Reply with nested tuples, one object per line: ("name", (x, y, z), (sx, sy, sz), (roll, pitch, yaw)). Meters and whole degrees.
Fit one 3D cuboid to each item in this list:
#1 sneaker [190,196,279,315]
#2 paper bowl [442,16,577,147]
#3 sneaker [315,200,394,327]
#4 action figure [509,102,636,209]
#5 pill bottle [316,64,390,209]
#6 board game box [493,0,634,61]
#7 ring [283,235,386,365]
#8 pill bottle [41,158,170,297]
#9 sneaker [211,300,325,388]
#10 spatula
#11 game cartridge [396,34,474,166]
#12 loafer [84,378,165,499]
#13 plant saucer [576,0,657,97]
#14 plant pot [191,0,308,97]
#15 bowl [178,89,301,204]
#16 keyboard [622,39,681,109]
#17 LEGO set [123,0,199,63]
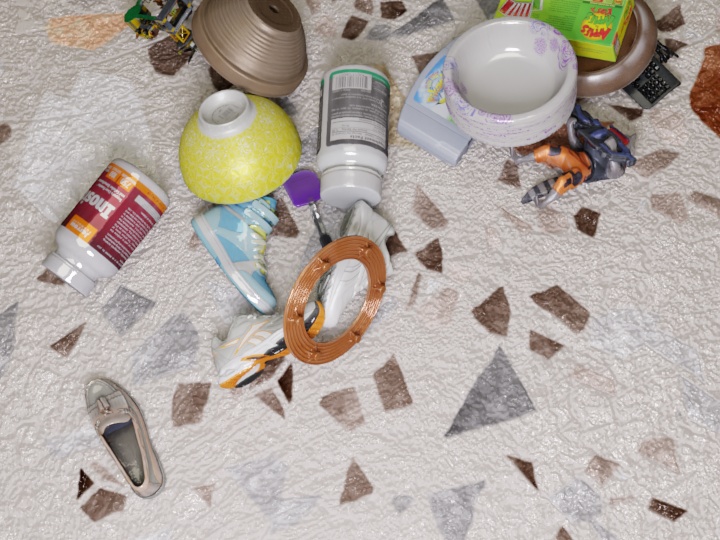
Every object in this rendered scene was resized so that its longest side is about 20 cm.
("sneaker", (-0.159, -0.038, 1.505), (0.130, 0.080, 0.201), (-36, 73, -5))
("paper bowl", (0.225, -0.275, 1.484), (0.198, 0.105, 0.202), (-5, 61, 9))
("sneaker", (0.000, 0.000, 1.474), (0.099, 0.078, 0.202), (25, 75, -14))
("action figure", (0.329, -0.178, 1.514), (0.192, 0.105, 0.201), (-15, 42, -5))
("pill bottle", (-0.012, -0.205, 1.526), (0.112, 0.113, 0.202), (1, 73, 6))
("board game box", (0.316, -0.399, 1.545), (0.198, 0.048, 0.102), (16, 79, 25))
("ring", (-0.030, 0.046, 1.406), (0.019, 0.201, 0.201), (28, 75, 36))
("pill bottle", (-0.394, -0.064, 1.518), (0.112, 0.113, 0.201), (32, 78, 14))
("sneaker", (-0.144, 0.088, 1.441), (0.199, 0.076, 0.093), (-34, 68, 16))
("spatula", (-0.062, -0.069, 1.532), (0.056, 0.021, 0.201), (-21, 77, -11))
("game cartridge", (0.151, -0.278, 1.575), (0.133, 0.041, 0.201), (31, 77, 18))
("loafer", (-0.348, 0.239, 1.442), (0.072, 0.063, 0.201), (-32, 72, -4))
("plant saucer", (0.367, -0.372, 1.561), (0.198, 0.032, 0.202), (-7, 69, 18))
("plant pot", (-0.158, -0.379, 1.550), (0.199, 0.093, 0.202), (22, 46, -24))
("bowl", (-0.196, -0.212, 1.517), (0.198, 0.108, 0.202), (-6, 51, 7))
("keyboard", (0.427, -0.358, 1.571), (0.104, 0.040, 0.200), (-39, 74, -6))
("LEGO set", (-0.287, -0.440, 1.651), (0.153, 0.116, 0.201), (9, 67, 39))
